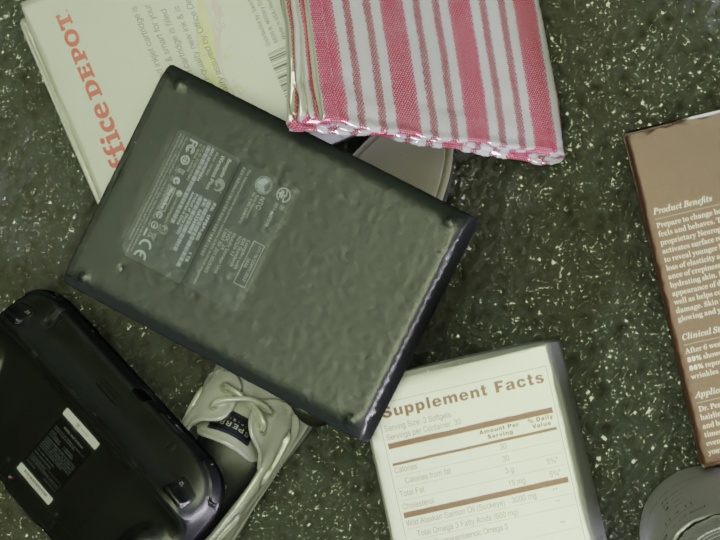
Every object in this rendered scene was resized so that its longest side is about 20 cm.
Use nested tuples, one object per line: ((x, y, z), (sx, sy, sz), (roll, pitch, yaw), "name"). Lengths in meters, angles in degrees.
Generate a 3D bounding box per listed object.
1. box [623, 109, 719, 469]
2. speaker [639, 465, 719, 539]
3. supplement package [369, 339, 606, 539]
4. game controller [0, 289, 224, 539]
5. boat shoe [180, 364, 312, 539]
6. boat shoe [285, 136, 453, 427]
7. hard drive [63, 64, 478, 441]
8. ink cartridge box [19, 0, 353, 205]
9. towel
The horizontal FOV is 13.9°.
((0.222, 0.007, 1.724), (0.100, 0.075, 0.201), (-12, 90, 6), "box")
((0.200, 0.160, 1.659), (0.081, 0.200, 0.082), (0, 93, 2), "speaker")
((0.080, 0.148, 1.712), (0.117, 0.117, 0.201), (-13, 87, 8), "supplement package")
((-0.165, 0.102, 1.747), (0.200, 0.042, 0.105), (45, 106, 30), "game controller")
((-0.070, 0.097, 1.754), (0.073, 0.065, 0.201), (23, 91, 6), "boat shoe")
((0.000, 0.000, 1.746), (0.067, 0.057, 0.201), (20, 66, 7), "boat shoe")
((-0.051, -0.011, 1.670), (0.199, 0.033, 0.140), (27, 91, 15), "hard drive")
((-0.081, -0.126, 1.750), (0.199, 0.085, 0.145), (-23, 87, 3), "ink cartridge box")
((0.031, -0.138, 1.696), (0.030, 0.199, 0.147), (-25, 67, 46), "towel")
